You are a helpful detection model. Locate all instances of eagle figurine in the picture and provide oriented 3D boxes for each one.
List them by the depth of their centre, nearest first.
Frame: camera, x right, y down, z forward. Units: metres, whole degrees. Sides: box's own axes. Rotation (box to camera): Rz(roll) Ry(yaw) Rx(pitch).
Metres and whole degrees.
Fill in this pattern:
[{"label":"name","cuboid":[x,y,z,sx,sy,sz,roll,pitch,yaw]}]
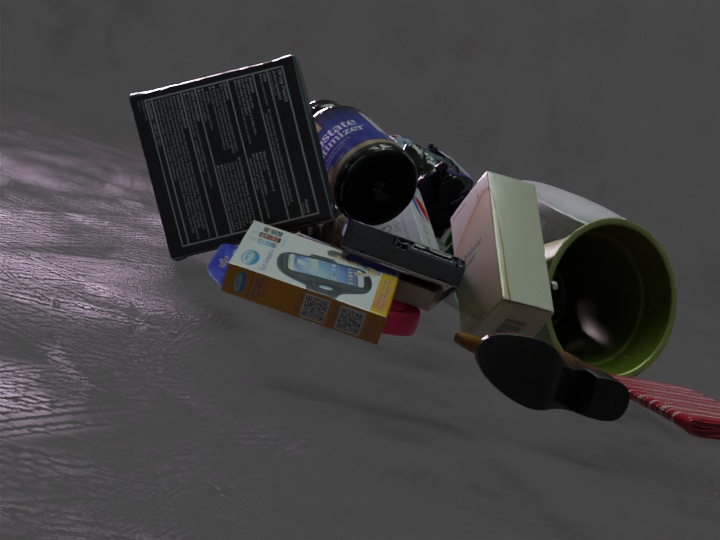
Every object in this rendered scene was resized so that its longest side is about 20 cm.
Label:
[{"label":"eagle figurine","cuboid":[-0.043,-0.038,1.780,0.200,0.151,0.152,67,0,-61]}]

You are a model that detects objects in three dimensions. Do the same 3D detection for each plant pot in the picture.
[{"label":"plant pot","cuboid":[0.263,0.036,1.665,0.200,0.200,0.190,14,-6,-26]}]

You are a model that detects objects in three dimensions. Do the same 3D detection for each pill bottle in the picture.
[{"label":"pill bottle","cuboid":[-0.015,-0.146,1.692,0.112,0.112,0.200,13,21,-32]}]

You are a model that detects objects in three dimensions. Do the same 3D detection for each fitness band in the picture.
[{"label":"fitness band","cuboid":[-0.010,0.034,1.538,0.143,0.037,0.200,17,7,-21]}]

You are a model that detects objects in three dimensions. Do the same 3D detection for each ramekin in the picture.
[{"label":"ramekin","cuboid":[0.306,-0.050,1.923,0.202,0.094,0.202,20,15,-6]}]

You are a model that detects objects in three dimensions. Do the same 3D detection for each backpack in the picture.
[{"label":"backpack","cuboid":[0.078,-0.110,2.005,0.154,0.200,0.190,51,21,25]}]

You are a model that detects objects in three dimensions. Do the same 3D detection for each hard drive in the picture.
[{"label":"hard drive","cuboid":[0.047,-0.020,1.537,0.139,0.038,0.200,19,0,-3]}]

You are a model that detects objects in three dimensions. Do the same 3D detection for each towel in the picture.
[{"label":"towel","cuboid":[0.372,0.159,1.501,0.144,0.023,0.200,12,6,-24]}]

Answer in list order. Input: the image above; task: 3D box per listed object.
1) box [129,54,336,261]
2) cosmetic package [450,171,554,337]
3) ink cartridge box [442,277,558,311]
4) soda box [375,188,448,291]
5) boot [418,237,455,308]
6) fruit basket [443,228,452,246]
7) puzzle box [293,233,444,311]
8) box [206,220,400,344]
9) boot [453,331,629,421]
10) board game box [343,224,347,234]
[{"label":"box","cuboid":[-0.146,-0.134,1.558,0.198,0.200,0.123,-13,6,3]},{"label":"cosmetic package","cuboid":[0.167,-0.008,1.571,0.073,0.104,0.200,14,47,-20]},{"label":"ink cartridge box","cuboid":[0.237,0.040,1.876,0.200,0.083,0.146,15,8,-21]},{"label":"soda box","cuboid":[0.058,-0.046,1.743,0.064,0.068,0.200,47,19,-41]},{"label":"boot","cuboid":[0.123,-0.017,1.833,0.073,0.182,0.200,61,2,-5]},{"label":"fruit basket","cuboid":[0.201,-0.016,2.061,0.215,0.156,0.216,23,22,-10]},{"label":"puzzle box","cuboid":[0.000,0.000,1.581,0.200,0.025,0.133,20,6,6]},{"label":"box","cuboid":[-0.062,0.007,1.416,0.200,0.042,0.119,21,26,0]},{"label":"boot","cuboid":[0.157,0.086,1.365,0.188,0.069,0.200,13,7,-28]},{"label":"board game box","cuboid":[-0.118,-0.113,1.998,0.200,0.041,0.200,15,41,-19]}]
